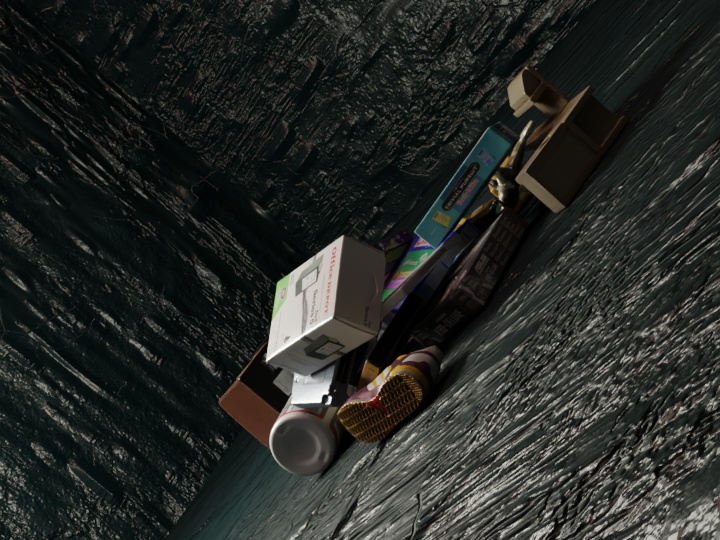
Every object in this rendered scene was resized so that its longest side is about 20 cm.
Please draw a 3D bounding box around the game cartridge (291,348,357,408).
[{"bbox_3d":[-0.052,0.123,1.635,0.133,0.040,0.203,-9,61,53],"label":"game cartridge"}]

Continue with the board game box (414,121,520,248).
[{"bbox_3d":[0.173,-0.139,1.627,0.201,0.047,0.151,-54,-5,17],"label":"board game box"}]

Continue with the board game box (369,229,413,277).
[{"bbox_3d":[0.000,0.000,1.857,0.199,0.032,0.121,-24,-27,-37],"label":"board game box"}]

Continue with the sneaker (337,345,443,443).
[{"bbox_3d":[0.046,0.172,1.418,0.090,0.075,0.200,-43,3,-42],"label":"sneaker"}]

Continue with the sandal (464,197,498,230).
[{"bbox_3d":[0.223,-0.079,1.842,0.080,0.054,0.200,-38,-12,-5],"label":"sandal"}]

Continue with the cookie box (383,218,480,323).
[{"bbox_3d":[0.121,0.007,1.791,0.201,0.075,0.171,-52,16,-10],"label":"cookie box"}]

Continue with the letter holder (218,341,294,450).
[{"bbox_3d":[-0.148,0.256,1.898,0.101,0.199,0.142,-52,4,-38],"label":"letter holder"}]

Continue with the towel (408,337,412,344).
[{"bbox_3d":[0.103,0.084,1.903,0.145,0.024,0.200,-52,4,-2],"label":"towel"}]

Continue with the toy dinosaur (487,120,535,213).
[{"bbox_3d":[0.237,-0.160,1.721,0.047,0.087,0.203,-9,-67,-59],"label":"toy dinosaur"}]

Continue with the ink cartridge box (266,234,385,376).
[{"bbox_3d":[-0.054,0.057,1.563,0.199,0.083,0.147,-34,41,47],"label":"ink cartridge box"}]

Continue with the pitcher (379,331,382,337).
[{"bbox_3d":[-0.050,0.131,1.849,0.169,0.123,0.200,-21,-23,8],"label":"pitcher"}]

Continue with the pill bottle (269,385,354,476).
[{"bbox_3d":[-0.076,0.252,1.737,0.114,0.114,0.200,-49,4,23],"label":"pill bottle"}]

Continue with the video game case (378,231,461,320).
[{"bbox_3d":[0.072,0.025,1.590,0.143,0.018,0.200,-45,-1,41],"label":"video game case"}]

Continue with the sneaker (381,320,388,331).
[{"bbox_3d":[0.087,0.020,1.950,0.201,0.074,0.082,-53,7,13],"label":"sneaker"}]

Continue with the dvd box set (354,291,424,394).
[{"bbox_3d":[0.040,0.139,1.619,0.147,0.029,0.201,-55,-11,-31],"label":"dvd box set"}]

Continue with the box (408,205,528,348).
[{"bbox_3d":[0.167,0.014,1.565,0.201,0.050,0.158,-55,4,-39],"label":"box"}]

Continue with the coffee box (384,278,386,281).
[{"bbox_3d":[0.087,0.041,2.081,0.200,0.079,0.114,-50,4,16],"label":"coffee box"}]

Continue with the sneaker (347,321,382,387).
[{"bbox_3d":[-0.012,0.113,1.680,0.201,0.079,0.074,-76,9,-55],"label":"sneaker"}]

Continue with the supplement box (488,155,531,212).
[{"bbox_3d":[0.277,-0.162,1.862,0.067,0.068,0.200,-52,5,12],"label":"supplement box"}]

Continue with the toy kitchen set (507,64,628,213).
[{"bbox_3d":[0.262,-0.192,1.558,0.181,0.163,0.200,-51,3,-17],"label":"toy kitchen set"}]
